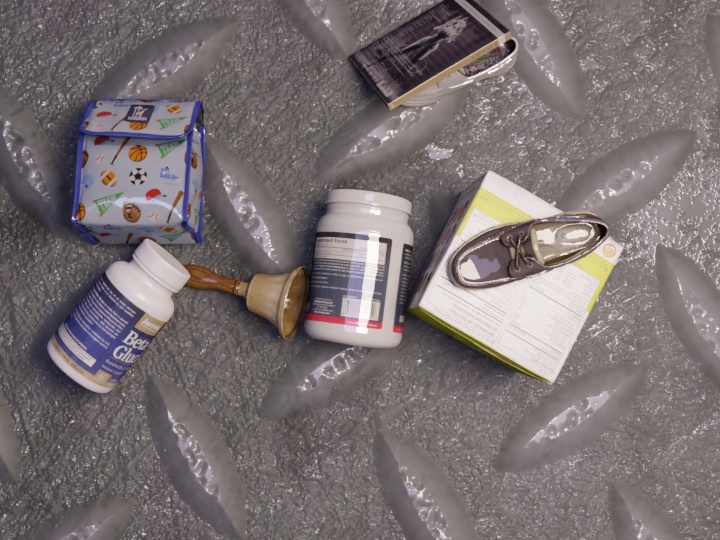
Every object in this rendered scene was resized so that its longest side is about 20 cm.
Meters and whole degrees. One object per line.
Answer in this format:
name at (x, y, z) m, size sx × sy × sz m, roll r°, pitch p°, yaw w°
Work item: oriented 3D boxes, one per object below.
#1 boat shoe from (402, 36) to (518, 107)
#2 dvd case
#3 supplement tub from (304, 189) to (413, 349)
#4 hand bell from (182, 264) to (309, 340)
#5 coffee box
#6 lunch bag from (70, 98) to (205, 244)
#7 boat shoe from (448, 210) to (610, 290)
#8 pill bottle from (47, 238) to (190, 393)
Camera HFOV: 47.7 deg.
boat shoe at (0.137, -0.293, 1.182) m, size 0.196 × 0.069 × 0.074 m, roll -13°, pitch 87°, yaw -1°
dvd case at (0.096, -0.318, 1.165) m, size 0.198 × 0.016 × 0.150 m, roll -31°, pitch 46°, yaw -1°
supplement tub at (0.000, 0.000, 1.128) m, size 0.137 × 0.140 × 0.205 m, roll 7°, pitch 86°, yaw 0°
hand bell at (-0.182, 0.024, 1.166) m, size 0.196 × 0.104 × 0.106 m, roll 13°, pitch 87°, yaw 13°
coffee box at (0.194, 0.013, 1.100) m, size 0.197 × 0.200 × 0.200 m, roll 29°, pitch 86°, yaw 0°
lunch bag at (-0.307, -0.148, 1.147) m, size 0.166 × 0.124 × 0.204 m, roll 1°, pitch 73°, yaw -1°
boat shoe at (0.201, -0.028, 0.970) m, size 0.196 × 0.065 × 0.073 m, roll -14°, pitch 88°, yaw -2°
pill bottle at (-0.330, 0.059, 1.131) m, size 0.111 × 0.111 × 0.201 m, roll 40°, pitch 91°, yaw 2°
